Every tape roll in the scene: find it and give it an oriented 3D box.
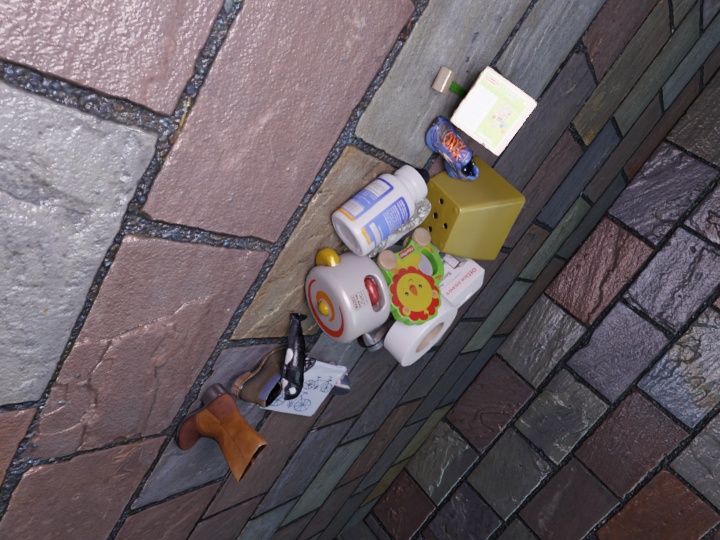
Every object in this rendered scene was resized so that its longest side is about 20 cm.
[{"bbox_3d":[0.152,0.147,1.303,0.202,0.071,0.203,-39,157,-20],"label":"tape roll"}]

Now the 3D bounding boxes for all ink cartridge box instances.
[{"bbox_3d":[0.221,0.001,1.425,0.145,0.200,0.084,-40,152,-15],"label":"ink cartridge box"}]

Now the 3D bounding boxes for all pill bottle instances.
[{"bbox_3d":[0.045,-0.133,1.098,0.199,0.112,0.112,-39,151,-15],"label":"pill bottle"}]

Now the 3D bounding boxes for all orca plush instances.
[{"bbox_3d":[-0.137,0.204,1.217,0.105,0.070,0.202,85,11,-69],"label":"orca plush"}]

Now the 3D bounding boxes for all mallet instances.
[{"bbox_3d":[0.095,-0.154,1.229,0.065,0.041,0.201,-12,140,-46],"label":"mallet"}]

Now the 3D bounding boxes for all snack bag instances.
[{"bbox_3d":[-0.158,0.316,1.414,0.187,0.021,0.201,23,111,-38],"label":"snack bag"}]

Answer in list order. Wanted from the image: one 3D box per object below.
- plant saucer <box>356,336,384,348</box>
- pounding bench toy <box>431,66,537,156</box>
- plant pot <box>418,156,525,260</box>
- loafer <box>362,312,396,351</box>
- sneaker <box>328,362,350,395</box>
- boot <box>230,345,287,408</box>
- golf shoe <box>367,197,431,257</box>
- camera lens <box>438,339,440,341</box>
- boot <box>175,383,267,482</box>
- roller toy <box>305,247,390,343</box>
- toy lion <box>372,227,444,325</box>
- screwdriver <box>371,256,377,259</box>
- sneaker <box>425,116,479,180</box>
[{"bbox_3d":[0.080,0.152,1.444,0.200,0.200,0.037,-43,113,-10],"label":"plant saucer"},{"bbox_3d":[0.245,-0.359,1.096,0.125,0.199,0.156,-54,-177,19],"label":"pounding bench toy"},{"bbox_3d":[0.255,-0.150,1.311,0.175,0.201,0.201,-10,137,-31],"label":"plant pot"},{"bbox_3d":[0.055,0.131,1.362,0.071,0.063,0.200,-23,-162,30],"label":"loafer"},{"bbox_3d":[-0.105,0.301,1.508,0.070,0.083,0.200,-24,140,24],"label":"sneaker"},{"bbox_3d":[-0.203,0.256,1.229,0.200,0.096,0.076,-37,136,-45],"label":"boot"},{"bbox_3d":[0.082,-0.107,1.221,0.199,0.079,0.097,-34,172,14],"label":"golf shoe"},{"bbox_3d":[0.165,0.157,1.588,0.161,0.160,0.199,-53,152,11],"label":"camera lens"},{"bbox_3d":[-0.314,0.390,1.160,0.189,0.200,0.068,-49,152,3],"label":"boot"},{"bbox_3d":[-0.034,0.059,1.152,0.139,0.182,0.201,-25,145,-31],"label":"roller toy"},{"bbox_3d":[0.126,0.023,1.208,0.199,0.193,0.069,-33,176,-33],"label":"toy lion"},{"bbox_3d":[0.000,0.000,1.298,0.200,0.028,0.029,-45,122,-4],"label":"screwdriver"},{"bbox_3d":[0.217,-0.275,1.172,0.076,0.078,0.200,-54,136,-1],"label":"sneaker"}]
